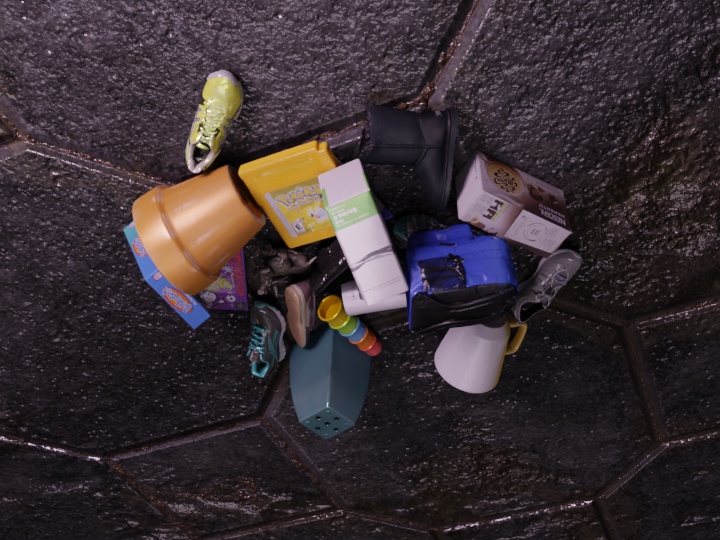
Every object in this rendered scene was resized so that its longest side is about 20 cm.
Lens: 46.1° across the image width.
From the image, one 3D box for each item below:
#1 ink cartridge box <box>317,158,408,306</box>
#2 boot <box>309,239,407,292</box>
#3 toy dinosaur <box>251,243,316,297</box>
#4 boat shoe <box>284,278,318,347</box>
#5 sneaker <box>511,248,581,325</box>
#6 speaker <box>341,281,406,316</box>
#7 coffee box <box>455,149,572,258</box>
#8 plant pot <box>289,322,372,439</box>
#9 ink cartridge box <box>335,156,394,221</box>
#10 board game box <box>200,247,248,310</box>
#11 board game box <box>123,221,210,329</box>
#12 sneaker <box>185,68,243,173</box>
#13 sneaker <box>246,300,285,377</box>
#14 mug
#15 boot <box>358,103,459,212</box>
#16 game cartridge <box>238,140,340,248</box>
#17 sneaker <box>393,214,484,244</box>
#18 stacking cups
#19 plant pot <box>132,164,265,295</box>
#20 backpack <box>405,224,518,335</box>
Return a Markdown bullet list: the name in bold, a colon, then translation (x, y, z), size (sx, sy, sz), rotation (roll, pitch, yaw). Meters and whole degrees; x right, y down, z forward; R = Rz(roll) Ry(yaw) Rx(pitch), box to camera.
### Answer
- **ink cartridge box**: translation (0.004, -0.064, 1.446), size (0.083, 0.146, 0.203), rotation (-21, 118, 3)
- **boot**: translation (0.000, 0.002, 1.651), size (0.155, 0.081, 0.210), rotation (12, 159, -25)
- **toy dinosaur**: translation (-0.148, -0.017, 1.655), size (0.198, 0.079, 0.101), rotation (-24, 158, 36)
- **boat shoe**: translation (-0.117, 0.091, 1.783), size (0.064, 0.072, 0.202), rotation (-28, 147, -20)
- **sneaker**: translation (0.377, 0.037, 1.703), size (0.074, 0.083, 0.201), rotation (21, 133, -19)
- **speaker**: translation (0.061, 0.038, 1.716), size (0.196, 0.082, 0.082), rotation (-9, 135, 11)
- **coffee box**: translation (0.274, -0.118, 1.526), size (0.197, 0.114, 0.080), rotation (22, 133, -19)
- **plant pot**: translation (-0.068, 0.248, 1.846), size (0.140, 0.203, 0.141), rotation (-31, 127, 29)
- **ink cartridge box**: translation (-0.030, -0.130, 1.581), size (0.094, 0.038, 0.199), rotation (-28, 131, 27)
- **board game box**: translation (-0.292, 0.004, 1.729), size (0.117, 0.033, 0.202), rotation (-1, 136, -4)
- **board game box**: translation (-0.369, 0.003, 1.609), size (0.045, 0.200, 0.153), rotation (-38, 129, -2)
- **sneaker**: translation (-0.247, -0.247, 1.435), size (0.074, 0.077, 0.202), rotation (15, 133, -12)
- **sneaker**: translation (-0.207, 0.152, 1.809), size (0.076, 0.092, 0.202), rotation (15, 137, 20)
- **mug**: translation (0.255, 0.142, 1.802), size (0.148, 0.186, 0.155), rotation (29, 129, 18)
- **boot**: translation (0.078, -0.195, 1.476), size (0.164, 0.077, 0.203), rotation (0, 129, -4)
- **game cartridge**: translation (-0.100, -0.134, 1.532), size (0.173, 0.033, 0.201), rotation (-15, 135, 20)
- **sneaker**: translation (0.149, -0.042, 1.639), size (0.196, 0.079, 0.092), rotation (16, 139, -12)
- **stacking cups**: translation (-0.018, 0.128, 1.810), size (0.060, 0.061, 0.200), rotation (-19, 139, 20)
- **plant pot**: translation (-0.278, -0.089, 1.529), size (0.181, 0.202, 0.201), rotation (-30, 130, 9)
- **backpack**: translation (0.178, 0.006, 1.508), size (0.195, 0.171, 0.163), rotation (-5, 157, 0)
